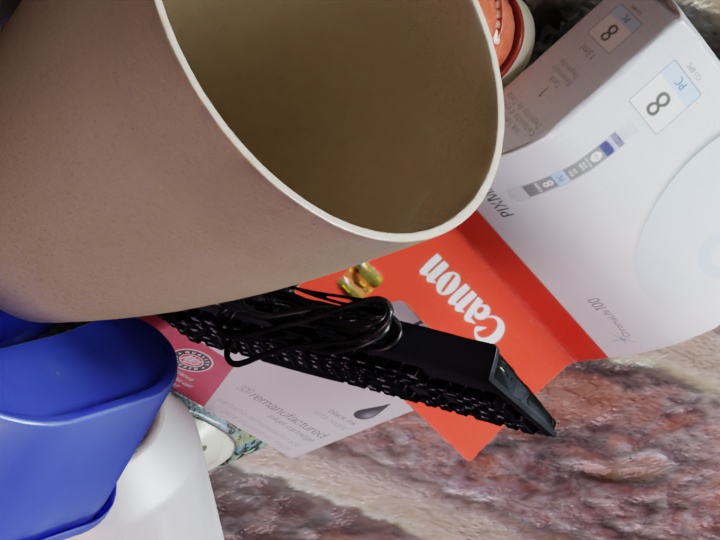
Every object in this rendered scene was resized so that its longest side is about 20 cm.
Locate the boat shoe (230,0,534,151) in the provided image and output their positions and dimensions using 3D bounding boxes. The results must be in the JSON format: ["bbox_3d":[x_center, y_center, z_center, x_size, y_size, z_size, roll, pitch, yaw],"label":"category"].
[{"bbox_3d":[-0.019,-0.071,1.237,0.200,0.071,0.062,-29,154,28],"label":"boat shoe"}]

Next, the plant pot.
[{"bbox_3d":[-0.078,-0.058,1.145,0.187,0.188,0.200,25,139,-36],"label":"plant pot"}]

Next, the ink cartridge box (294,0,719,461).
[{"bbox_3d":[0.092,-0.009,1.246,0.200,0.047,0.160,-42,134,2],"label":"ink cartridge box"}]

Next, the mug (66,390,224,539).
[{"bbox_3d":[-0.149,0.129,1.378,0.186,0.150,0.154,-18,135,-21],"label":"mug"}]

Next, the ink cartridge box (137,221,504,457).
[{"bbox_3d":[0.000,0.000,1.347,0.200,0.085,0.146,-25,141,30],"label":"ink cartridge box"}]

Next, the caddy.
[{"bbox_3d":[-0.173,0.056,1.228,0.105,0.141,0.200,-54,161,23],"label":"caddy"}]

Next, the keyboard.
[{"bbox_3d":[-0.021,0.038,1.215,0.199,0.040,0.104,12,157,35],"label":"keyboard"}]

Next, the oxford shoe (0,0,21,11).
[{"bbox_3d":[-0.191,-0.113,1.183,0.199,0.058,0.075,-12,143,12],"label":"oxford shoe"}]

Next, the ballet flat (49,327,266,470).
[{"bbox_3d":[-0.125,0.079,1.488,0.199,0.075,0.074,17,144,-28],"label":"ballet flat"}]
